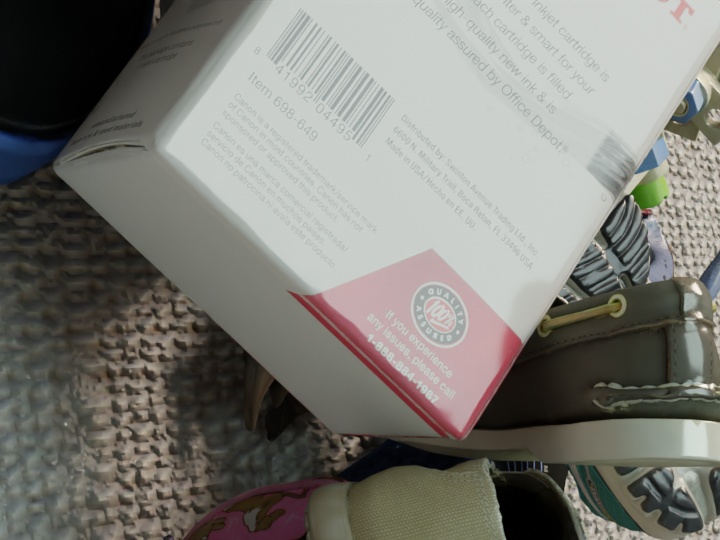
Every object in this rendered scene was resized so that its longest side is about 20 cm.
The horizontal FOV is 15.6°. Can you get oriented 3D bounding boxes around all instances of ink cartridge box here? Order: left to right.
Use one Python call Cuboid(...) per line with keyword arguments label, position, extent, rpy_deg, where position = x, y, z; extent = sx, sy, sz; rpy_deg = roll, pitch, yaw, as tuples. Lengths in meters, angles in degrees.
Cuboid(label="ink cartridge box", position=(0.017, -0.065, 0.867), extent=(0.146, 0.085, 0.200), rpy_deg=(44, 67, -22))

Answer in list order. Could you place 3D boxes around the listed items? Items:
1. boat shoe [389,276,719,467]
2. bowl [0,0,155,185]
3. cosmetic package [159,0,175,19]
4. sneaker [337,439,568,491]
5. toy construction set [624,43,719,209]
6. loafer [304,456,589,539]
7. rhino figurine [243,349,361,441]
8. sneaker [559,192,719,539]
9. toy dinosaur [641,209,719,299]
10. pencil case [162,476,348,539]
Cuboid(label="boat shoe", position=(0.065, 0.036, 0.907), extent=(0.072, 0.202, 0.061), rpy_deg=(3, 86, -23))
Cuboid(label="bowl", position=(-0.132, -0.128, 0.842), extent=(0.200, 0.039, 0.202), rpy_deg=(31, 54, -54))
Cuboid(label="cosmetic package", position=(-0.035, -0.120, 0.938), extent=(0.050, 0.082, 0.201), rpy_deg=(1, 84, -30))
Cuboid(label="sneaker", position=(0.040, 0.095, 1.040), extent=(0.200, 0.070, 0.078), rpy_deg=(-50, 122, -54))
Cuboid(label="toy construction set", position=(0.099, -0.075, 1.141), extent=(0.200, 0.131, 0.093), rpy_deg=(-35, 111, -59))
Cuboid(label="loafer", position=(0.051, 0.107, 0.888), extent=(0.200, 0.068, 0.076), rpy_deg=(25, 52, -63))
Cuboid(label="rhino figurine", position=(0.000, 0.000, 1.011), extent=(0.200, 0.060, 0.088), rpy_deg=(-57, 138, -48))
Cuboid(label="sneaker", position=(0.071, 0.017, 1.010), extent=(0.077, 0.080, 0.201), rpy_deg=(-31, 99, -25))
Cuboid(label="toy dinosaur", position=(0.103, 0.025, 1.213), extent=(0.201, 0.105, 0.181), rpy_deg=(-66, 168, 11))
Cuboid(label="pencil case", position=(0.001, 0.169, 0.932), extent=(0.083, 0.086, 0.200), rpy_deg=(-96, 159, -60))
